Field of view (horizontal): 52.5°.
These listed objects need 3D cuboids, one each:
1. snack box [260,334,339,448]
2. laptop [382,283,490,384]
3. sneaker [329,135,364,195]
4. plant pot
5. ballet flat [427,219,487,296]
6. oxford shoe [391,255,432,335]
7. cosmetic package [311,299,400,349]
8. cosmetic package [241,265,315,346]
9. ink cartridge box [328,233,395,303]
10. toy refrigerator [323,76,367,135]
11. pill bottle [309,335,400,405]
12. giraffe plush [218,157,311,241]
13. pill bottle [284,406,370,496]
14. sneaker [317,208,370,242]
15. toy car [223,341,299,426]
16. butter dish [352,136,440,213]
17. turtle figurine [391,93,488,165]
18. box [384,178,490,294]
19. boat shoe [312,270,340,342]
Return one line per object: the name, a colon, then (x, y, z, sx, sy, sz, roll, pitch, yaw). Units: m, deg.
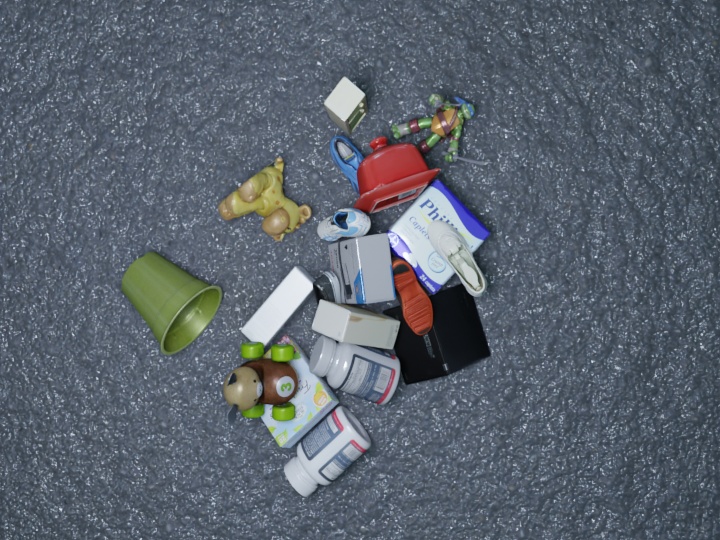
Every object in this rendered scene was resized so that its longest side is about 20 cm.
snack box: (-0.173, 0.288, 1.741, 0.168, 0.068, 0.201, -42, 69, 3)
laptop: (0.185, 0.154, 1.780, 0.196, 0.115, 0.192, -18, 90, 32)
sneaker: (-0.005, -0.236, 1.745, 0.066, 0.078, 0.201, -38, 91, 1)
plant pot: (-0.463, 0.061, 1.736, 0.189, 0.200, 0.202, 38, 93, 14)
ballet flat: (0.223, -0.030, 1.642, 0.069, 0.069, 0.202, -35, 91, 3)
oxford shoe: (0.115, 0.055, 1.692, 0.070, 0.073, 0.204, -23, 113, -4)
cosmetic package: (-0.007, 0.126, 1.685, 0.104, 0.198, 0.073, 19, 92, 37)
cosmetic package: (-0.190, 0.088, 1.751, 0.071, 0.101, 0.201, 41, 92, 2)
ink cartridge box: (0.000, 0.000, 1.682, 0.082, 0.199, 0.149, -8, 90, -20)
toy refrigerator: (-0.028, -0.373, 1.680, 0.070, 0.200, 0.076, 40, 92, 1)
pill bottle: (-0.016, 0.228, 1.712, 0.196, 0.119, 0.122, 22, 93, -16)
giraffe plush: (-0.214, -0.150, 1.737, 0.200, 0.171, 0.164, -43, 101, -31)
pill bottle: (-0.082, 0.435, 1.739, 0.199, 0.120, 0.120, -42, 89, 3)
sneaker: (-0.050, -0.112, 1.700, 0.072, 0.198, 0.073, 31, 72, -28)
toy car: (-0.237, 0.259, 1.605, 0.153, 0.199, 0.170, 1, 95, 20)
butter dish: (0.062, -0.231, 1.659, 0.194, 0.200, 0.152, -18, 85, -9)
turtle figurine: (0.173, -0.322, 1.687, 0.190, 0.144, 0.204, -23, 47, 21)
box: (0.174, -0.081, 1.727, 0.184, 0.105, 0.200, 44, 93, 0)
boat shoe: (-0.078, 0.095, 1.725, 0.056, 0.068, 0.205, -28, 128, -30)
